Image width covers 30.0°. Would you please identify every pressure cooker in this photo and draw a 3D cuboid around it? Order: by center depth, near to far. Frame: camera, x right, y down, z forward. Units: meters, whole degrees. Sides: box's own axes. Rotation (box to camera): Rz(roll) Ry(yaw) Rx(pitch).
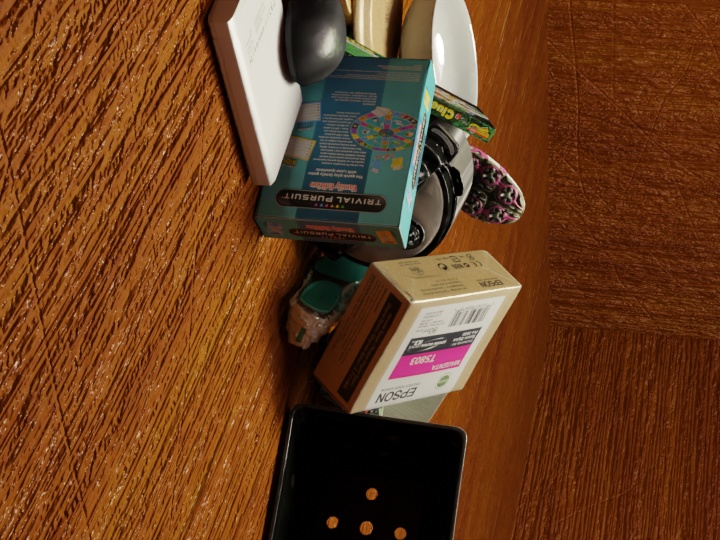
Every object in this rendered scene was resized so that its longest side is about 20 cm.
[{"bbox_3d":[0.035,-0.099,1.533,0.200,0.178,0.177,-57,152,-64],"label":"pressure cooker"}]

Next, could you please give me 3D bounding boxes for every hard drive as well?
[{"bbox_3d":[-0.097,-0.198,1.280,0.200,0.027,0.132,78,21,-48],"label":"hard drive"}]

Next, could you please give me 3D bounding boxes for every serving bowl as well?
[{"bbox_3d":[0.093,-0.264,1.721,0.200,0.066,0.201,-2,90,-69],"label":"serving bowl"}]

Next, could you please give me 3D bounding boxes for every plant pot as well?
[{"bbox_3d":[0.007,0.284,1.545,0.178,0.199,0.201,88,10,-69],"label":"plant pot"}]

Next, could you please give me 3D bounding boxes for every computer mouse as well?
[{"bbox_3d":[-0.039,-0.267,1.371,0.200,0.053,0.139,-85,170,-45],"label":"computer mouse"}]

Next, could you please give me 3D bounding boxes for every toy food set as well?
[{"bbox_3d":[0.010,-0.312,1.633,0.200,0.048,0.199,-62,153,-60],"label":"toy food set"}]

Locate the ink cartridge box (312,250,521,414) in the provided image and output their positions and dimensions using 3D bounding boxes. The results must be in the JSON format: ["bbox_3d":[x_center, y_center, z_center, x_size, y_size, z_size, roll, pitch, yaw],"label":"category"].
[{"bbox_3d":[0.066,0.067,1.515,0.200,0.075,0.165,-8,133,-46],"label":"ink cartridge box"}]

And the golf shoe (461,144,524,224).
[{"bbox_3d":[0.121,-0.128,1.660,0.073,0.200,0.092,-60,170,20],"label":"golf shoe"}]

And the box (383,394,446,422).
[{"bbox_3d":[0.086,0.115,1.788,0.200,0.097,0.124,-61,176,37],"label":"box"}]

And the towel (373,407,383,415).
[{"bbox_3d":[0.011,0.151,1.696,0.153,0.023,0.201,131,-25,-57],"label":"towel"}]

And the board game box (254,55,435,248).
[{"bbox_3d":[-0.013,-0.126,1.383,0.047,0.150,0.201,68,30,-62],"label":"board game box"}]

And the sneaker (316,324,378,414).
[{"bbox_3d":[-0.002,0.071,1.623,0.079,0.095,0.201,35,67,-46],"label":"sneaker"}]

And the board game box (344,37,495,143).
[{"bbox_3d":[0.054,-0.208,1.515,0.024,0.199,0.105,-59,-165,18],"label":"board game box"}]

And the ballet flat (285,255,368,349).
[{"bbox_3d":[-0.039,0.032,1.530,0.200,0.071,0.072,-44,137,-61],"label":"ballet flat"}]
